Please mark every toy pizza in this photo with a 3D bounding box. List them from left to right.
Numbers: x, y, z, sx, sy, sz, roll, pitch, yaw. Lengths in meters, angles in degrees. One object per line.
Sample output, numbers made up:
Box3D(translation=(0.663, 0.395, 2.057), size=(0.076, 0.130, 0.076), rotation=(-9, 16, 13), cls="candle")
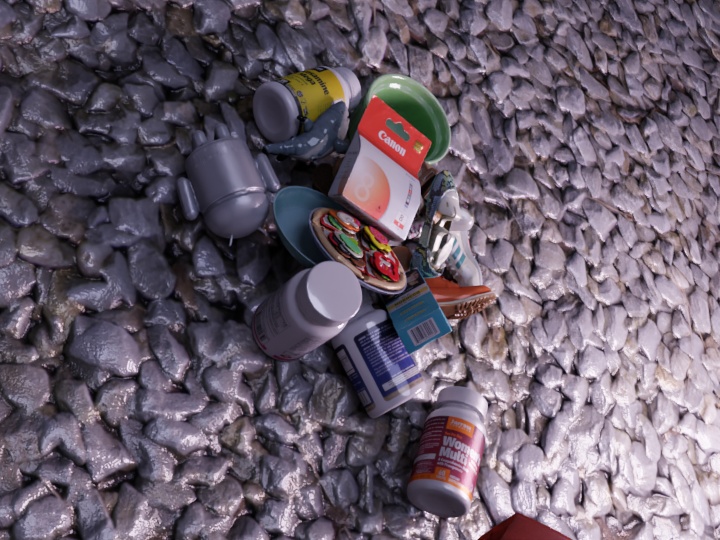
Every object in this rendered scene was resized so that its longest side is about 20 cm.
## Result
Box3D(translation=(0.001, -0.040, 1.483), size=(0.199, 0.032, 0.201), rotation=(33, 25, -17), cls="toy pizza")

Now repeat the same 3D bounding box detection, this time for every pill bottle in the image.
Box3D(translation=(-0.084, 0.064, 1.430), size=(0.112, 0.200, 0.115), rotation=(11, 65, -26), cls="pill bottle")
Box3D(translation=(-0.094, -0.314, 1.683), size=(0.199, 0.112, 0.113), rotation=(-29, 85, -41), cls="pill bottle")
Box3D(translation=(0.019, 0.136, 1.530), size=(0.110, 0.111, 0.201), rotation=(-22, 81, -40), cls="pill bottle")
Box3D(translation=(0.152, 0.304, 1.537), size=(0.109, 0.109, 0.201), rotation=(33, 52, -17), cls="pill bottle")

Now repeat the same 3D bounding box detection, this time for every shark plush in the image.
Box3D(translation=(-0.099, -0.239, 1.604), size=(0.198, 0.091, 0.084), rotation=(-19, 115, -28), cls="shark plush")

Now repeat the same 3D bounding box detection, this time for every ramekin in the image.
Box3D(translation=(0.072, -0.276, 1.790), size=(0.198, 0.098, 0.202), rotation=(16, 58, -28), cls="ramekin")

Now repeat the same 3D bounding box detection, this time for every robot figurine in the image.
Box3D(translation=(-0.220, -0.139, 1.503), size=(0.168, 0.113, 0.202), rotation=(-21, 78, -13), cls="robot figurine")

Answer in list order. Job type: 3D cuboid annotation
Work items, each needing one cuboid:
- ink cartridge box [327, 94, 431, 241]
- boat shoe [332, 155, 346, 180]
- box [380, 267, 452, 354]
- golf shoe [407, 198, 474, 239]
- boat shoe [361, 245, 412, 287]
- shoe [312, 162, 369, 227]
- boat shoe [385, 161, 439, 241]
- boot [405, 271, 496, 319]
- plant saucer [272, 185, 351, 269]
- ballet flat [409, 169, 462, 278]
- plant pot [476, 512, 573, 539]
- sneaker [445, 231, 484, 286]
Box3D(translation=(0.049, -0.174, 1.556), size=(0.162, 0.050, 0.202), rotation=(33, 76, -35), cls="ink cartridge box")
Box3D(translation=(-0.002, -0.175, 1.625), size=(0.199, 0.067, 0.073), rotation=(-5, 107, -59), cls="boat shoe")
Box3D(translation=(0.089, 0.064, 1.529), size=(0.049, 0.082, 0.200), rotation=(60, 3, -21), cls="box")
Box3D(translation=(0.114, -0.091, 1.708), size=(0.198, 0.073, 0.093), rotation=(8, 60, 7), cls="golf shoe")
Box3D(translation=(0.000, 0.000, 1.617), size=(0.199, 0.070, 0.071), rotation=(-11, 97, -38), cls="boat shoe")
Box3D(translation=(-0.022, -0.113, 1.642), size=(0.053, 0.070, 0.201), rotation=(35, 23, -57), cls="shoe")
Box3D(translation=(0.083, -0.123, 1.645), size=(0.071, 0.076, 0.201), rotation=(22, 65, 13), cls="boat shoe")
Box3D(translation=(0.153, 0.037, 1.680), size=(0.198, 0.075, 0.108), rotation=(-7, 62, -18), cls="boot")
Box3D(translation=(-0.069, -0.056, 1.516), size=(0.199, 0.036, 0.201), rotation=(28, 34, -21), cls="plant saucer")
Box3D(translation=(0.149, -0.080, 1.636), size=(0.074, 0.074, 0.202), rotation=(15, 90, -28), cls="ballet flat")
Box3D(translation=(0.252, 0.515, 1.455), size=(0.176, 0.200, 0.200), rotation=(42, 49, 6), cls="plant pot")
Box3D(translation=(0.172, -0.025, 1.761), size=(0.092, 0.070, 0.202), rotation=(-7, 72, -18), cls="sneaker")
